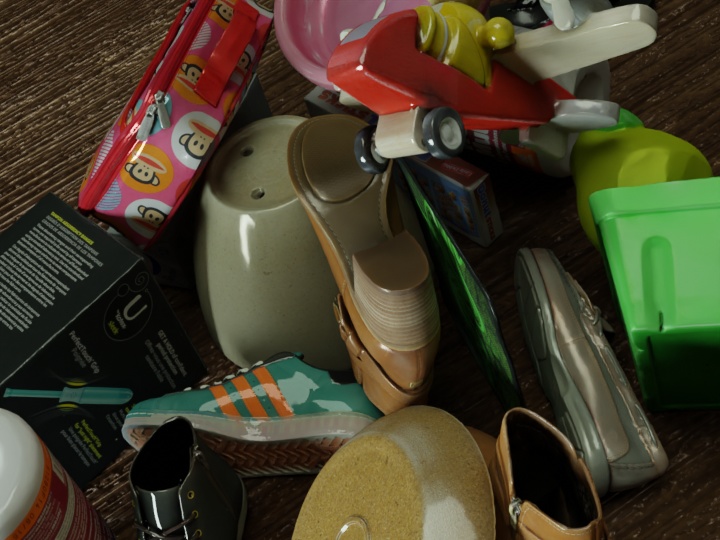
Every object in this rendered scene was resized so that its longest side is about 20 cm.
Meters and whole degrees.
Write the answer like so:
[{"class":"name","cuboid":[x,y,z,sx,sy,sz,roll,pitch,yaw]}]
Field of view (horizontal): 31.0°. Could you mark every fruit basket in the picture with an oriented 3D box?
[{"class":"fruit basket","cuboid":[0.221,-0.024,0.884,0.154,0.216,0.217,-4,50,15]}]

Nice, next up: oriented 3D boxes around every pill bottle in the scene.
[{"class":"pill bottle","cuboid":[-0.223,0.186,0.857,0.109,0.201,0.110,-9,49,11]},{"class":"pill bottle","cuboid":[0.097,-0.154,1.084,0.199,0.110,0.110,19,59,30]}]

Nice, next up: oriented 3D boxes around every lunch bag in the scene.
[{"class":"lunch bag","cuboid":[-0.135,-0.131,1.012,0.082,0.176,0.201,31,44,-13]}]

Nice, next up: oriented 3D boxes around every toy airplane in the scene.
[{"class":"toy airplane","cuboid":[0.079,-0.139,0.841,0.198,0.199,0.142,-7,89,2]}]

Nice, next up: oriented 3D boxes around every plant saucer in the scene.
[{"class":"plant saucer","cuboid":[0.006,0.179,0.819,0.200,0.035,0.201,-34,46,44]},{"class":"plant saucer","cuboid":[0.027,-0.220,0.995,0.199,0.051,0.202,-16,58,28]}]

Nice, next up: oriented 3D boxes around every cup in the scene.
[{"class":"cup","cuboid":[-0.053,-0.036,1.025,0.199,0.144,0.201,-10,49,11]}]

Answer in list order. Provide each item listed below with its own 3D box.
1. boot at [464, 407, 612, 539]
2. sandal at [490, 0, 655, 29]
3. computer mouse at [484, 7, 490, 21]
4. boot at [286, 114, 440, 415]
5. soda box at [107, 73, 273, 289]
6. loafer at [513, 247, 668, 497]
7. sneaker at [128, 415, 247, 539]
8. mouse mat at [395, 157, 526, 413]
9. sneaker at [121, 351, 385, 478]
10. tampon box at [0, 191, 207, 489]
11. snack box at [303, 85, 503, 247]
[{"class":"boot","cuboid":[0.095,0.137,0.822,0.076,0.156,0.200,-28,49,-8]},{"class":"sandal","cuboid":[0.169,-0.235,1.180,0.198,0.045,0.075,-10,49,10]},{"class":"computer mouse","cuboid":[0.073,-0.186,1.008,0.109,0.044,0.201,-26,54,23]},{"class":"boot","cuboid":[0.000,0.000,0.913,0.073,0.155,0.201,-14,49,-8]},{"class":"soda box","cuboid":[-0.145,-0.084,1.144,0.063,0.068,0.201,8,55,22]},{"class":"loafer","cuboid":[0.160,0.068,0.926,0.062,0.072,0.201,-8,55,-6]},{"class":"sneaker","cuboid":[-0.127,0.205,0.870,0.074,0.106,0.201,-8,54,12]},{"class":"mouse mat","cuboid":[0.075,0.031,0.887,0.007,0.201,0.161,-25,48,-4]},{"class":"sneaker","cuboid":[-0.076,0.104,0.969,0.198,0.072,0.080,0,50,8]},{"class":"tampon box","cuboid":[-0.247,0.073,0.993,0.126,0.150,0.200,32,66,35]},{"class":"snack box","cuboid":[0.033,-0.090,1.088,0.024,0.072,0.200,-43,52,-19]}]
